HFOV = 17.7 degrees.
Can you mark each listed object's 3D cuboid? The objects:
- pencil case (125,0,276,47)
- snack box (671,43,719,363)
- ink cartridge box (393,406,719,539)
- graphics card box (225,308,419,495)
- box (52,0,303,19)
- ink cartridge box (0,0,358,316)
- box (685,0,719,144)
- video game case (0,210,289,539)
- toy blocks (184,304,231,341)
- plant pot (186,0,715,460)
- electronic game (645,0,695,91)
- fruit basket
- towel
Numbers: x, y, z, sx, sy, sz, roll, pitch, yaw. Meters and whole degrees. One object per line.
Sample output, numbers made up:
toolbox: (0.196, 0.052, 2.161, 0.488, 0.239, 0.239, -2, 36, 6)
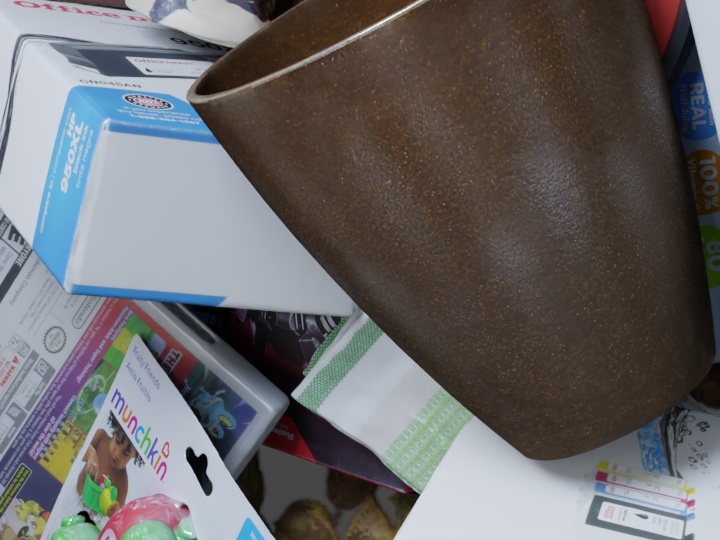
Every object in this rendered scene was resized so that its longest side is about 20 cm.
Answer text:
pencil case: (-0.058, -0.201, 1.077, 0.078, 0.089, 0.201, 21, 107, 40)
snack box: (0.176, -0.044, 1.025, 0.199, 0.068, 0.169, -5, 90, 33)
ink cartridge box: (0.126, 0.157, 0.982, 0.199, 0.145, 0.148, 11, 127, 23)
graphics card box: (0.000, 0.000, 1.158, 0.125, 0.051, 0.201, 17, 102, 33)
box: (-0.066, -0.178, 1.177, 0.199, 0.075, 0.101, 10, 99, 35)
ink cartridge box: (-0.095, -0.058, 1.085, 0.200, 0.144, 0.085, 42, 122, 56)
box: (0.228, -0.036, 0.862, 0.152, 0.106, 0.201, -18, 84, 56)
video game case: (-0.154, 0.078, 1.178, 0.182, 0.023, 0.200, 41, 118, 9)
toy blocks: (-0.124, 0.025, 1.221, 0.136, 0.100, 0.201, 15, 90, 23)
plant pot: (0.058, -0.031, 0.941, 0.186, 0.187, 0.200, -20, 106, 33)
electronic game: (0.065, -0.135, 1.034, 0.199, 0.042, 0.201, 0, 90, 35)
fruit basket: (-0.117, 0.160, 1.092, 0.185, 0.093, 0.201, 51, 126, 46)
towel: (0.075, 0.075, 1.062, 0.200, 0.031, 0.149, 39, 134, 2)
